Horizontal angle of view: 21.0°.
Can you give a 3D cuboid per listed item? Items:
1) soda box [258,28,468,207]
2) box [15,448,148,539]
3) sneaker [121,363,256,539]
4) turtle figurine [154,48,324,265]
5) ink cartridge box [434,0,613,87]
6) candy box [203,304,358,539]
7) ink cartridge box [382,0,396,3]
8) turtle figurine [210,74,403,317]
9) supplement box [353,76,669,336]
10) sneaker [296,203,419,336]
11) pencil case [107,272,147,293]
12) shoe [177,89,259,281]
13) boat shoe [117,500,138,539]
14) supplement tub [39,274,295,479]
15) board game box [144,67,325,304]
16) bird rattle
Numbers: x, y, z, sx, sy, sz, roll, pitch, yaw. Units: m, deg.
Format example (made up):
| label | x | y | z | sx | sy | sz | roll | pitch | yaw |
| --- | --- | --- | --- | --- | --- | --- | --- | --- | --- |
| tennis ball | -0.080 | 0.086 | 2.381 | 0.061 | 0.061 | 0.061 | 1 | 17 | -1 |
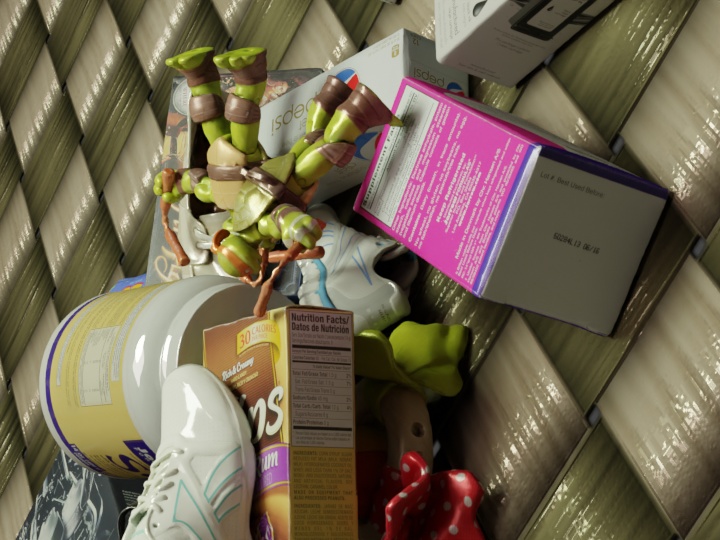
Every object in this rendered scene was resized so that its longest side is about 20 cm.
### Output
| label | x | y | z | sx | sy | sz | roll | pitch | yaw |
| --- | --- | --- | --- | --- | --- | --- | --- | --- | --- |
| soda box | -0.008 | -0.110 | 1.464 | 0.200 | 0.068 | 0.064 | -24 | 57 | 45 |
| box | -0.209 | 0.247 | 1.627 | 0.200 | 0.104 | 0.182 | -61 | 29 | 21 |
| sneaker | -0.110 | 0.151 | 1.230 | 0.070 | 0.080 | 0.201 | -43 | 50 | 51 |
| turtle figurine | -0.087 | -0.081 | 1.431 | 0.200 | 0.064 | 0.162 | 13 | 114 | 52 |
| ink cartridge box | 0.131 | -0.226 | 1.305 | 0.200 | 0.068 | 0.116 | -39 | 43 | 46 |
| candy box | -0.054 | 0.130 | 1.269 | 0.117 | 0.056 | 0.201 | -17 | 70 | 56 |
| ink cartridge box | 0.003 | -0.332 | 1.577 | 0.201 | 0.084 | 0.145 | -68 | 28 | 10 |
| turtle figurine | -0.050 | -0.054 | 1.289 | 0.161 | 0.064 | 0.200 | -53 | 10 | -6 |
| supplement box | 0.090 | -0.045 | 1.244 | 0.200 | 0.101 | 0.104 | 40 | 111 | 61 |
| sneaker | 0.000 | 0.000 | 1.437 | 0.086 | 0.075 | 0.200 | -26 | 28 | 5 |
| pencil case | -0.159 | 0.027 | 1.682 | 0.200 | 0.078 | 0.087 | -27 | 80 | 54 |
| shoe | -0.117 | -0.055 | 1.537 | 0.070 | 0.053 | 0.201 | -9 | 66 | 15 |
| boat shoe | -0.141 | 0.189 | 1.357 | 0.070 | 0.066 | 0.200 | -47 | 12 | 21 |
| supplement tub | -0.133 | 0.080 | 1.431 | 0.200 | 0.145 | 0.146 | -10 | 67 | 54 |
| board game box | -0.098 | -0.066 | 1.585 | 0.135 | 0.035 | 0.201 | -2 | 68 | 17 |
| bird rattle | 0.025 | 0.131 | 1.313 | 0.163 | 0.112 | 0.201 | 127 | 135 | -54 |
